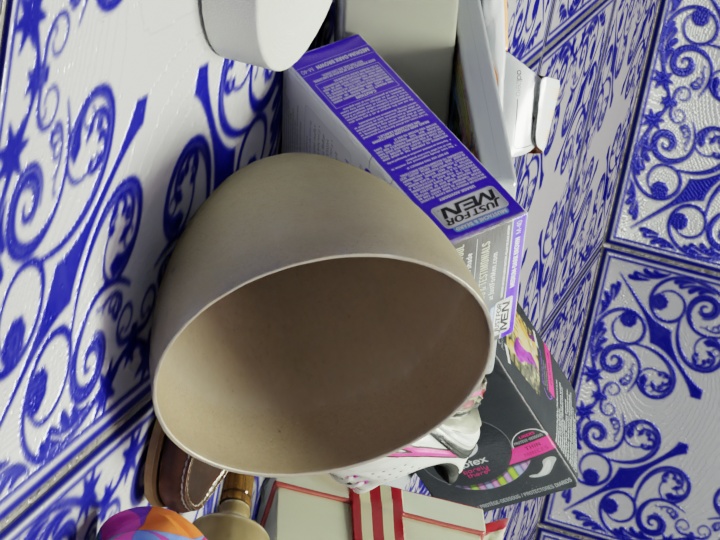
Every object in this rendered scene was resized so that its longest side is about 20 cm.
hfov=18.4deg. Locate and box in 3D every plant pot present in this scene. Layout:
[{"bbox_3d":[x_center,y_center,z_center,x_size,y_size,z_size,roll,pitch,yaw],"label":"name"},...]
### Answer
[{"bbox_3d":[-0.034,0.010,1.316,0.200,0.200,0.134,91,-13,-48],"label":"plant pot"}]

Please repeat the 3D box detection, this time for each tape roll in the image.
[{"bbox_3d":[-0.040,-0.217,1.297,0.203,0.037,0.203,16,90,-78],"label":"tape roll"}]

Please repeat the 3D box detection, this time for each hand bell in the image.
[{"bbox_3d":[-0.081,0.150,1.495,0.104,0.104,0.200,90,8,-50],"label":"hand bell"}]

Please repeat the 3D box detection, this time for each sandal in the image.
[{"bbox_3d":[0.110,-0.141,1.547,0.079,0.059,0.207,-115,-156,-76],"label":"sandal"}]

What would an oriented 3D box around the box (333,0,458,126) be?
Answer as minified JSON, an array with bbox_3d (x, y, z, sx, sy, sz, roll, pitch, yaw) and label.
[{"bbox_3d":[0.021,-0.143,1.522,0.068,0.082,0.200,-93,-174,-45],"label":"box"}]

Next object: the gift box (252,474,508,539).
[{"bbox_3d":[0.004,0.244,1.600,0.187,0.184,0.200,-93,-156,-63],"label":"gift box"}]

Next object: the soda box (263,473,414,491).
[{"bbox_3d":[-0.010,0.162,1.785,0.200,0.068,0.063,-43,118,-67],"label":"soda box"}]

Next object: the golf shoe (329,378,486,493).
[{"bbox_3d":[-0.007,0.112,1.497,0.073,0.200,0.092,-144,-122,-60],"label":"golf shoe"}]

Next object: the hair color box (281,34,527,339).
[{"bbox_3d":[0.024,-0.048,1.427,0.065,0.200,0.109,-21,140,-22],"label":"hair color box"}]

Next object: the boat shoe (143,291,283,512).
[{"bbox_3d":[-0.074,0.063,1.409,0.070,0.070,0.200,66,41,-62],"label":"boat shoe"}]

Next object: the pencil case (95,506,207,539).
[{"bbox_3d":[-0.148,0.208,1.235,0.200,0.088,0.088,-48,151,-61],"label":"pencil case"}]

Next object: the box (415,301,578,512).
[{"bbox_3d":[0.085,0.093,1.808,0.200,0.122,0.106,55,25,-35],"label":"box"}]

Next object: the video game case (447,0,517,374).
[{"bbox_3d":[0.076,-0.062,1.515,0.182,0.024,0.200,94,-8,-46],"label":"video game case"}]
